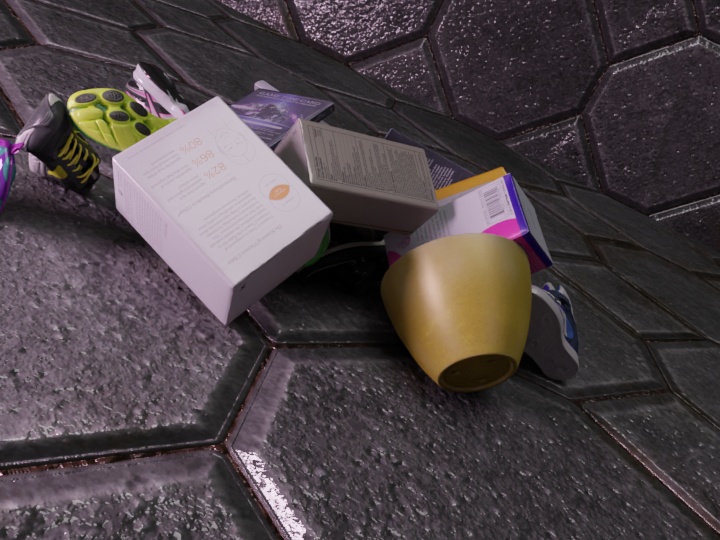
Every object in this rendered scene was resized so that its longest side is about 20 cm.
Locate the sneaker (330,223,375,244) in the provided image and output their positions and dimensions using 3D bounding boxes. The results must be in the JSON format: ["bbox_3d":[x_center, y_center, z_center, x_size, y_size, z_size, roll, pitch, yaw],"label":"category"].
[{"bbox_3d":[-0.007,-0.100,1.142,0.075,0.107,0.200,23,-6,-10],"label":"sneaker"}]

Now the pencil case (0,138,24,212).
[{"bbox_3d":[-0.471,-0.126,0.791,0.199,0.093,0.085,17,23,-26],"label":"pencil case"}]

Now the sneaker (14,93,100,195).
[{"bbox_3d":[-0.353,-0.147,0.907,0.084,0.075,0.200,32,-14,-10],"label":"sneaker"}]

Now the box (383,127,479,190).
[{"bbox_3d":[0.111,-0.125,1.323,0.199,0.118,0.197,30,-9,7],"label":"box"}]

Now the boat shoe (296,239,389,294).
[{"bbox_3d":[-0.001,0.001,1.083,0.199,0.074,0.066,-9,70,-46],"label":"boat shoe"}]

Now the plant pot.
[{"bbox_3d":[0.134,0.070,0.957,0.199,0.200,0.143,14,50,-30],"label":"plant pot"}]

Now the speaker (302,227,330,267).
[{"bbox_3d":[-0.086,-0.075,1.050,0.088,0.089,0.200,22,20,-12],"label":"speaker"}]

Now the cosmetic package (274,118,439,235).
[{"bbox_3d":[-0.003,-0.117,0.976,0.199,0.073,0.104,8,59,-32],"label":"cosmetic package"}]

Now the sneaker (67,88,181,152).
[{"bbox_3d":[-0.274,-0.161,0.917,0.200,0.083,0.074,12,68,-56],"label":"sneaker"}]

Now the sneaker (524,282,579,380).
[{"bbox_3d":[0.271,0.056,1.139,0.200,0.080,0.147,53,28,-33],"label":"sneaker"}]

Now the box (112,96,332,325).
[{"bbox_3d":[-0.160,-0.069,0.860,0.152,0.106,0.200,-39,79,-28],"label":"box"}]

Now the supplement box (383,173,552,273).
[{"bbox_3d":[0.145,-0.029,1.033,0.103,0.199,0.102,40,33,-48],"label":"supplement box"}]

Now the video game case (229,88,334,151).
[{"bbox_3d":[-0.150,-0.205,1.064,0.142,0.019,0.200,17,41,28],"label":"video game case"}]

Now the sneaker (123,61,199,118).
[{"bbox_3d":[-0.323,-0.256,1.285,0.200,0.086,0.080,49,23,-3],"label":"sneaker"}]

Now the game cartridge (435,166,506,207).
[{"bbox_3d":[0.162,-0.061,1.165,0.199,0.032,0.177,-19,59,-4],"label":"game cartridge"}]

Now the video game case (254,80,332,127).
[{"bbox_3d":[-0.105,-0.180,1.212,0.022,0.201,0.182,-33,57,-32],"label":"video game case"}]
